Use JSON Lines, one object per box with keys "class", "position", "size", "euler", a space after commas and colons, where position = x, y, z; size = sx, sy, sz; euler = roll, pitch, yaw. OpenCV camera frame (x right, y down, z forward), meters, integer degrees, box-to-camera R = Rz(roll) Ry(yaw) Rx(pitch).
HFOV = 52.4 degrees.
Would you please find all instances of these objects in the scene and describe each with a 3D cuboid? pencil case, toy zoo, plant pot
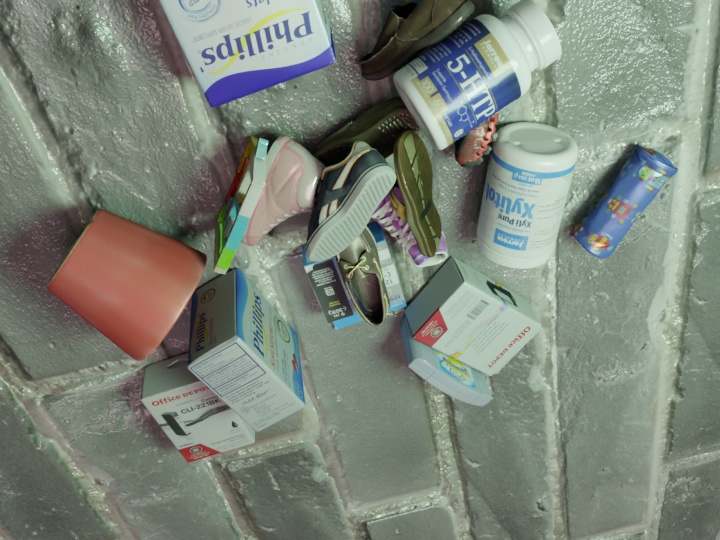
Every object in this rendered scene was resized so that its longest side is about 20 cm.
{"class": "pencil case", "position": [0.439, -0.114, 1.227], "size": [0.078, 0.087, 0.201], "euler": [37, 119, 9]}
{"class": "toy zoo", "position": [-0.176, -0.110, 1.089], "size": [0.020, 0.132, 0.201], "euler": [16, 122, -21]}
{"class": "plant pot", "position": [-0.364, 0.012, 1.124], "size": [0.177, 0.201, 0.200], "euler": [34, 115, -21]}

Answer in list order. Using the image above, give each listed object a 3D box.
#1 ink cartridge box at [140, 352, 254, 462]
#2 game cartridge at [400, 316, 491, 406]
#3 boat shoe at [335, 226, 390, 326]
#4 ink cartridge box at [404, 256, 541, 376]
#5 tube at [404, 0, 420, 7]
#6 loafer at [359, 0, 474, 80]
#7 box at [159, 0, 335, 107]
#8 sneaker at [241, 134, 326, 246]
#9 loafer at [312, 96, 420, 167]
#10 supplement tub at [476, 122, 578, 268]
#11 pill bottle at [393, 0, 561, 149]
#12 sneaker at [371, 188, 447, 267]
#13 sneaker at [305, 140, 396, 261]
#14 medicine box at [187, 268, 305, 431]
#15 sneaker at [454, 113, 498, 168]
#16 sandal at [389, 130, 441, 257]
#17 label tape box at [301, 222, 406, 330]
{"class": "ink cartridge box", "position": [-0.300, 0.253, 1.374], "size": [0.143, 0.084, 0.201], "euler": [-18, 127, 5]}
{"class": "game cartridge", "position": [0.162, 0.174, 1.363], "size": [0.199, 0.134, 0.040], "euler": [30, 123, -29]}
{"class": "boat shoe", "position": [0.000, 0.000, 1.166], "size": [0.071, 0.060, 0.201], "euler": [-17, 121, 5]}
{"class": "ink cartridge box", "position": [0.204, 0.088, 1.333], "size": [0.199, 0.083, 0.146], "euler": [28, 115, -28]}
{"class": "tube", "position": [0.024, -0.410, 0.947], "size": [0.199, 0.051, 0.077], "euler": [30, 144, -26]}
{"class": "loafer", "position": [0.064, -0.324, 0.979], "size": [0.199, 0.073, 0.071], "euler": [-23, 109, 46]}
{"class": "box", "position": [-0.146, -0.342, 0.934], "size": [0.183, 0.105, 0.201], "euler": [-18, 128, 5]}
{"class": "sneaker", "position": [-0.113, -0.099, 1.119], "size": [0.104, 0.075, 0.201], "euler": [30, 124, 3]}
{"class": "loafer", "position": [0.007, -0.194, 1.101], "size": [0.199, 0.068, 0.076], "euler": [-23, 126, 27]}
{"class": "supplement tub", "position": [0.260, -0.119, 1.158], "size": [0.131, 0.132, 0.201], "euler": [-3, 126, -8]}
{"class": "pill bottle", "position": [0.155, -0.262, 0.963], "size": [0.199, 0.120, 0.120], "euler": [-34, 126, 5]}
{"class": "sneaker", "position": [0.070, -0.070, 1.146], "size": [0.200, 0.115, 0.073], "euler": [22, 132, -38]}
{"class": "sneaker", "position": [-0.026, -0.100, 1.069], "size": [0.078, 0.080, 0.200], "euler": [-2, 142, -46]}
{"class": "medicine box", "position": [-0.192, 0.134, 1.239], "size": [0.103, 0.183, 0.200], "euler": [-28, 127, 11]}
{"class": "sneaker", "position": [0.165, -0.248, 1.082], "size": [0.097, 0.071, 0.201], "euler": [6, 124, -15]}
{"class": "sandal", "position": [0.074, -0.106, 1.074], "size": [0.054, 0.080, 0.201], "euler": [6, 131, 31]}
{"class": "label tape box", "position": [-0.003, 0.028, 1.266], "size": [0.142, 0.066, 0.201], "euler": [-18, 126, 3]}
